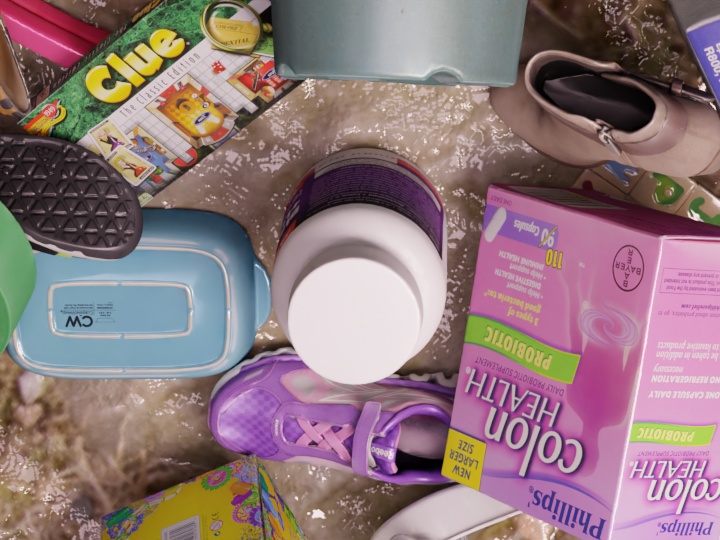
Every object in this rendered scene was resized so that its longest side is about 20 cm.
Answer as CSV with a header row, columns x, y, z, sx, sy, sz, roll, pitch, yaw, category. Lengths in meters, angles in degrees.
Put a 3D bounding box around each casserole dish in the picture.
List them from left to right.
x,y,z,sx,sy,sz,roll,pitch,yaw,category
-0.160,0.021,1.808,0.199,0.039,0.121,1,108,3,casserole dish

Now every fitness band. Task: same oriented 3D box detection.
x,y,z,sx,sy,sz,roll,pitch,yaw,category
-0.188,-0.202,1.708,0.200,0.037,0.144,28,130,-8,fitness band

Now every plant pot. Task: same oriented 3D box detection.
x,y,z,sx,sy,sz,roll,pitch,yaw,category
0.026,-0.211,1.613,0.200,0.200,0.197,2,93,2,plant pot

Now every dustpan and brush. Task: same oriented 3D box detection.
x,y,z,sx,sy,sz,roll,pitch,yaw,category
0.047,0.182,1.773,0.139,0.200,0.057,-32,65,12,dustpan and brush

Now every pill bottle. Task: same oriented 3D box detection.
x,y,z,sx,sy,sz,roll,pitch,yaw,category
0.000,0.000,1.709,0.111,0.200,0.112,1,108,2,pill bottle

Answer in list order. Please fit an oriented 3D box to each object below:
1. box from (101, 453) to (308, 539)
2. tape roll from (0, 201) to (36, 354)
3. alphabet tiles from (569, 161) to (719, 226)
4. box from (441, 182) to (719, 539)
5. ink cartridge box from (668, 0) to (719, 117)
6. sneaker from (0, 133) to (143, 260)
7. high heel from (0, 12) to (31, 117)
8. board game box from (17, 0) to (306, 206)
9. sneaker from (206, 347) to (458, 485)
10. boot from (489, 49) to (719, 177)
x,y,z,sx,sy,sz,roll,pitch,yaw,category
-0.076,0.270,1.779,0.122,0.200,0.193,-23,123,10,box
-0.312,-0.011,1.743,0.200,0.048,0.201,15,144,11,tape roll
0.181,0.028,1.813,0.167,0.008,0.200,34,106,-9,alphabet tiles
0.153,0.059,1.703,0.097,0.176,0.200,2,101,-36,box
0.254,-0.082,1.672,0.041,0.200,0.200,-26,105,8,ink cartridge box
-0.236,-0.052,1.768,0.200,0.083,0.072,18,72,5,sneaker
-0.233,-0.180,1.665,0.142,0.071,0.200,39,142,-7,high heel
-0.120,-0.121,1.724,0.105,0.023,0.200,40,125,-22,board game box
-0.004,0.106,1.800,0.200,0.088,0.081,5,110,-2,sneaker
0.139,-0.105,1.658,0.200,0.146,0.070,16,88,31,boot
